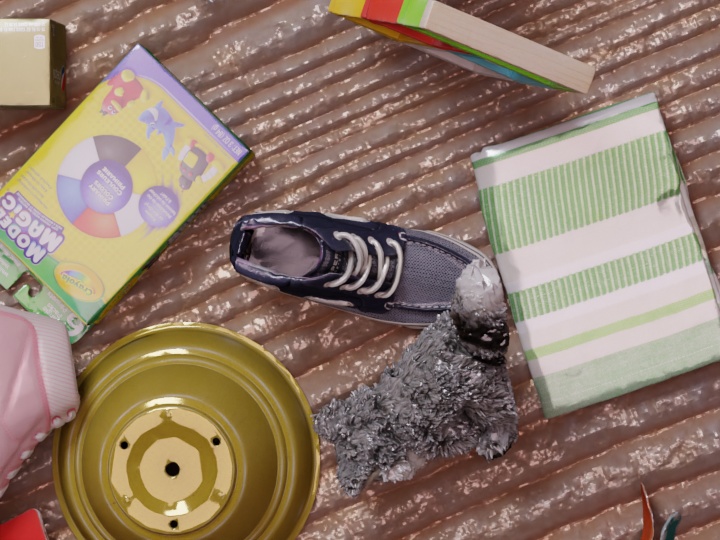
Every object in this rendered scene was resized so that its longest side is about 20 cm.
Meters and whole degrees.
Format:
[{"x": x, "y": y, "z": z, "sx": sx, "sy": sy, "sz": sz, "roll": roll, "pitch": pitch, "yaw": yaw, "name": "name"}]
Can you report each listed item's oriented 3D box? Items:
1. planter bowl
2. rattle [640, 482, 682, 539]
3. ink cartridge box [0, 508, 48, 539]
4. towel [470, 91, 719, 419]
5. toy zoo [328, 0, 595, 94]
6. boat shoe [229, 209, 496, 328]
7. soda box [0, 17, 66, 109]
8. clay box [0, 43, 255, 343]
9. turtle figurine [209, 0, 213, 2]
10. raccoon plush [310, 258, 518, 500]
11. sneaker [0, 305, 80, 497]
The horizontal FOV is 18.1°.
[{"x": -0.130, "y": 0.139, "z": 1.623, "sx": 0.199, "sy": 0.083, "sz": 0.202, "roll": 0, "pitch": 91, "yaw": 2, "name": "planter bowl"}, {"x": 0.191, "y": 0.275, "z": 1.619, "sx": 0.143, "sy": 0.130, "sz": 0.200, "roll": 42, "pitch": 66, "yaw": -9, "name": "rattle"}, {"x": -0.237, "y": 0.285, "z": 1.614, "sx": 0.116, "sy": 0.067, "sz": 0.201, "roll": -27, "pitch": 58, "yaw": 3, "name": "ink cartridge box"}, {"x": 0.175, "y": -0.012, "z": 1.638, "sx": 0.152, "sy": 0.023, "sz": 0.201, "roll": -18, "pitch": 91, "yaw": 3, "name": "towel"}, {"x": 0.060, "y": -0.160, "z": 1.561, "sx": 0.131, "sy": 0.200, "sz": 0.021, "roll": 20, "pitch": 91, "yaw": -25, "name": "toy zoo"}, {"x": 0.000, "y": 0.000, "z": 1.610, "sx": 0.199, "sy": 0.093, "sz": 0.075, "roll": 7, "pitch": 91, "yaw": 3, "name": "boat shoe"}, {"x": -0.315, "y": -0.148, "z": 1.635, "sx": 0.198, "sy": 0.068, "sz": 0.065, "roll": 0, "pitch": 91, "yaw": 3, "name": "soda box"}, {"x": -0.186, "y": -0.052, "z": 1.641, "sx": 0.115, "sy": 0.048, "sz": 0.200, "roll": 43, "pitch": 92, "yaw": 2, "name": "clay box"}, {"x": -0.129, "y": -0.302, "z": 1.614, "sx": 0.149, "sy": 0.101, "sz": 0.201, "roll": -35, "pitch": 83, "yaw": 3, "name": "turtle figurine"}, {"x": 0.030, "y": 0.070, "z": 1.578, "sx": 0.133, "sy": 0.097, "sz": 0.201, "roll": -17, "pitch": 132, "yaw": -9, "name": "raccoon plush"}, {"x": -0.252, "y": 0.123, "z": 1.614, "sx": 0.104, "sy": 0.075, "sz": 0.202, "roll": 6, "pitch": 96, "yaw": -27, "name": "sneaker"}]
